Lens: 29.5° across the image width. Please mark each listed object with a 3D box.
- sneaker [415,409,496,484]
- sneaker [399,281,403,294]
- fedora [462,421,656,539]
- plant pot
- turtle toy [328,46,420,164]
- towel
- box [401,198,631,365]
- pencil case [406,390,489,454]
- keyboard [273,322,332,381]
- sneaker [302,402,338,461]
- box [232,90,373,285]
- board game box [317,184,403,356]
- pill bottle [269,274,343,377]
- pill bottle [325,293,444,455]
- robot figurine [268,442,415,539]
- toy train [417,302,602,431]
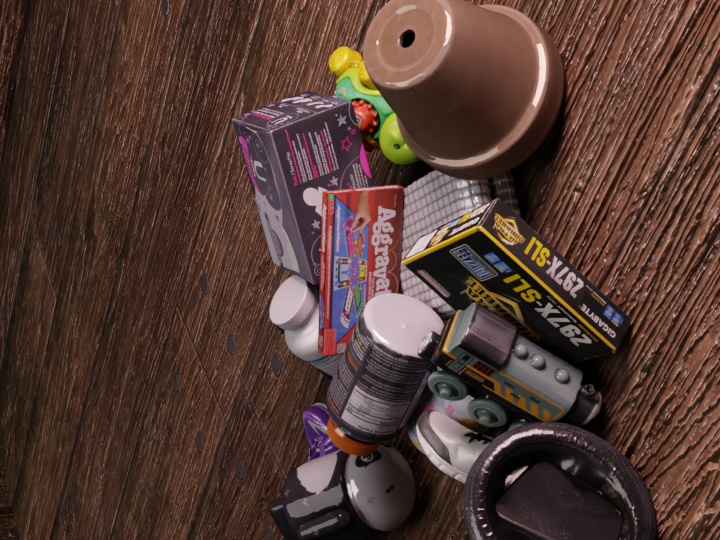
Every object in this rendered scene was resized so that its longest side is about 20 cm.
[{"bbox_3d":[0.152,0.213,1.540,0.200,0.074,0.080,35,118,16],"label":"sneaker"},{"bbox_3d":[0.039,-0.007,1.762,0.200,0.087,0.074,59,141,42],"label":"sneaker"},{"bbox_3d":[0.204,0.259,1.423,0.092,0.200,0.201,73,-179,-66],"label":"fedora"},{"bbox_3d":[0.094,-0.218,1.477,0.200,0.174,0.201,-14,66,32],"label":"plant pot"},{"bbox_3d":[0.033,-0.191,1.678,0.101,0.146,0.200,-60,33,1],"label":"turtle toy"},{"bbox_3d":[0.119,-0.033,1.618,0.200,0.085,0.166,-30,69,59],"label":"towel"},{"bbox_3d":[0.162,0.023,1.442,0.049,0.200,0.160,-56,15,-29],"label":"box"},{"bbox_3d":[0.127,0.147,1.613,0.200,0.083,0.091,-56,41,48],"label":"pencil case"},{"bbox_3d":[-0.027,0.082,1.816,0.021,0.200,0.127,-15,39,44],"label":"keyboard"},{"bbox_3d":[-0.051,0.283,1.955,0.081,0.083,0.200,-51,47,50],"label":"sneaker"},{"bbox_3d":[-0.063,-0.103,1.679,0.132,0.114,0.201,25,133,60],"label":"box"},{"bbox_3d":[0.000,0.000,1.646,0.019,0.103,0.201,28,120,56],"label":"board game box"},{"bbox_3d":[-0.019,0.081,1.738,0.111,0.200,0.111,-33,39,32],"label":"pill bottle"},{"bbox_3d":[0.022,0.132,1.632,0.106,0.106,0.200,62,142,39],"label":"pill bottle"},{"bbox_3d":[-0.024,0.299,1.812,0.200,0.125,0.151,-23,51,29],"label":"robot figurine"},{"bbox_3d":[0.159,0.115,1.455,0.114,0.200,0.085,-48,13,54],"label":"toy train"}]
